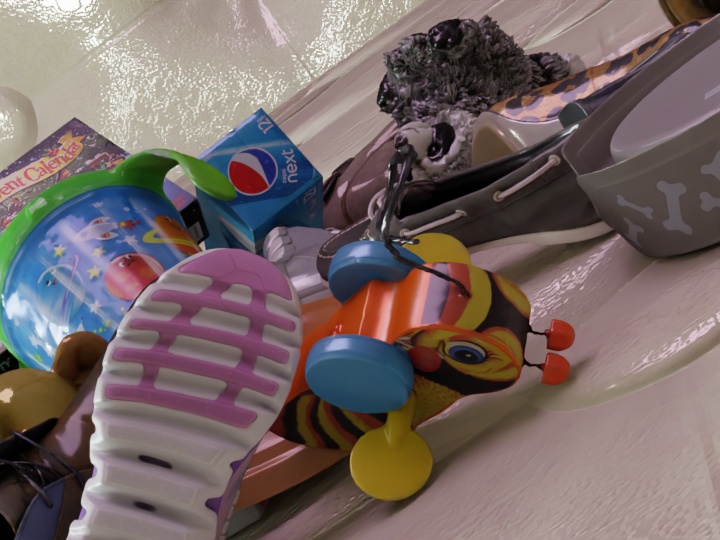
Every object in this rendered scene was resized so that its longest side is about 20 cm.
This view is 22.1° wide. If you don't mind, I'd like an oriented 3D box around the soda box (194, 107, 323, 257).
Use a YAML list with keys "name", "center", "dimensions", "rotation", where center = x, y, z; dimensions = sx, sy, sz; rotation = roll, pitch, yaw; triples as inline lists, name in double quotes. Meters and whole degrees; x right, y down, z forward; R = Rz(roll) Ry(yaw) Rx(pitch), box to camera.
- name: "soda box"
  center: [-0.070, -0.035, 1.306]
  dimensions: [0.064, 0.068, 0.200]
  rotation: [-39, -14, -13]

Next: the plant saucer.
- name: "plant saucer"
  center: [-0.048, 0.065, 0.969]
  dimensions: [0.200, 0.038, 0.200]
  rotation: [-25, 14, 6]

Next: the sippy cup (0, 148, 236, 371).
- name: "sippy cup"
  center: [-0.134, 0.028, 1.093]
  dimensions: [0.139, 0.178, 0.130]
  rotation: [-22, 40, -28]

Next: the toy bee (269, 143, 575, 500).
- name: "toy bee"
  center: [0.031, 0.038, 0.800]
  dimensions: [0.200, 0.108, 0.131]
  rotation: [143, 146, -75]

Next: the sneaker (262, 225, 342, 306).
- name: "sneaker"
  center: [0.000, 0.000, 1.155]
  dimensions: [0.115, 0.075, 0.200]
  rotation: [-21, 10, 5]

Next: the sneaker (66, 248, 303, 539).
- name: "sneaker"
  center: [-0.084, 0.088, 0.822]
  dimensions: [0.088, 0.080, 0.201]
  rotation: [97, -169, -81]

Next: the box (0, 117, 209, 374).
- name: "box"
  center: [-0.217, -0.005, 1.204]
  dimensions: [0.200, 0.038, 0.136]
  rotation: [-41, 52, -22]

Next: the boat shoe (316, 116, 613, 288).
- name: "boat shoe"
  center: [0.055, -0.038, 1.003]
  dimensions: [0.199, 0.057, 0.067]
  rotation: [-13, 23, 32]

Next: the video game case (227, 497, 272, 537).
- name: "video game case"
  center: [-0.083, 0.113, 1.022]
  dimensions: [0.143, 0.017, 0.200]
  rotation: [-32, 11, 24]

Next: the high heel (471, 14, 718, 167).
- name: "high heel"
  center: [0.150, -0.093, 1.081]
  dimensions: [0.142, 0.072, 0.200]
  rotation: [-27, 2, -20]

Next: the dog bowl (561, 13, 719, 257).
- name: "dog bowl"
  center: [0.187, -0.080, 0.864]
  dimensions: [0.200, 0.059, 0.200]
  rotation: [-36, 10, 7]

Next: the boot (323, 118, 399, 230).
- name: "boot"
  center: [0.031, -0.090, 1.426]
  dimensions: [0.146, 0.070, 0.200]
  rotation: [-31, 11, 42]

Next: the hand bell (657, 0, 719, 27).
- name: "hand bell"
  center: [0.240, -0.188, 1.166]
  dimensions: [0.104, 0.104, 0.200]
  rotation: [-34, -1, 13]

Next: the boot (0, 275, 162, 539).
- name: "boot"
  center: [-0.131, 0.094, 0.861]
  dimensions: [0.097, 0.075, 0.201]
  rotation: [12, -80, -64]

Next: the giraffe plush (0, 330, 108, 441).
- name: "giraffe plush"
  center: [-0.206, 0.106, 0.964]
  dimensions: [0.162, 0.201, 0.173]
  rotation: [6, -34, -36]

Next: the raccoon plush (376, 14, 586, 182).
- name: "raccoon plush"
  center: [0.101, -0.099, 1.288]
  dimensions: [0.199, 0.134, 0.097]
  rotation: [-6, -22, -26]
